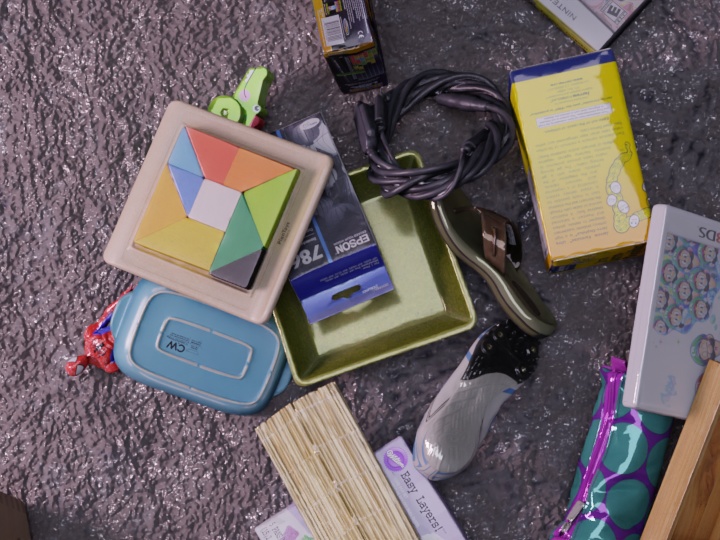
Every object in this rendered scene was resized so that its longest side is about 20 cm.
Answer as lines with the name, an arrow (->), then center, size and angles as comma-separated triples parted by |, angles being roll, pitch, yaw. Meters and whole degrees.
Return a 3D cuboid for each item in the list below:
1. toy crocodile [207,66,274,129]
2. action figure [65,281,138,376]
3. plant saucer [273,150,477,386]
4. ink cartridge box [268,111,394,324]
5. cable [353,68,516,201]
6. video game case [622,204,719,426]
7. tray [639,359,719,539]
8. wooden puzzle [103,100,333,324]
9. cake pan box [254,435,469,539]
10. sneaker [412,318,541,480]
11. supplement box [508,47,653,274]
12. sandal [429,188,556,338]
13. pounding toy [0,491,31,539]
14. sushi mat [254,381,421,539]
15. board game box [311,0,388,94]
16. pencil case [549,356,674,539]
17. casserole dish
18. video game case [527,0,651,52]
toy crocodile -> -0.147, -0.127, 1.537 | 0.062, 0.068, 0.200 | 32, 89, 8
action figure -> -0.231, 0.050, 1.534 | 0.200, 0.052, 0.065 | -37, 86, 2
plant saucer -> 0.000, 0.000, 1.513 | 0.200, 0.048, 0.200 | -19, 79, 3
ink cartridge box -> -0.046, -0.055, 1.482 | 0.099, 0.039, 0.200 | -24, 75, 1
cable -> 0.081, -0.136, 1.481 | 0.163, 0.051, 0.200 | -11, 39, -4
video game case -> 0.345, 0.051, 1.435 | 0.182, 0.024, 0.200 | 14, 83, -34
tray -> 0.350, 0.194, 1.421 | 0.099, 0.037, 0.200 | 16, 97, -34
wooden puzzle -> -0.148, -0.063, 1.464 | 0.200, 0.037, 0.185 | 21, 84, 17
cake pan box -> 0.016, 0.293, 1.477 | 0.184, 0.052, 0.200 | -31, 80, -1
sneaker -> 0.114, 0.128, 1.471 | 0.072, 0.072, 0.200 | 42, 64, -8
supplement box -> 0.225, -0.109, 1.478 | 0.109, 0.109, 0.200 | -12, 82, 4
sandal -> 0.145, -0.022, 1.487 | 0.057, 0.080, 0.201 | -40, 89, 29
pounding toy -> -0.424, 0.353, 1.482 | 0.184, 0.142, 0.200 | -17, 71, 2
sushi mat -> -0.021, 0.220, 1.459 | 0.096, 0.012, 0.200 | -30, 79, 3
board game box -> -0.022, -0.301, 1.497 | 0.057, 0.165, 0.200 | -12, 82, 6
pencil case -> 0.256, 0.194, 1.447 | 0.085, 0.092, 0.200 | 9, 79, 51
casserole dish -> -0.163, 0.079, 1.499 | 0.200, 0.039, 0.121 | 21, 90, -9
video game case -> 0.253, -0.358, 1.550 | 0.181, 0.026, 0.200 | 42, 88, 9
